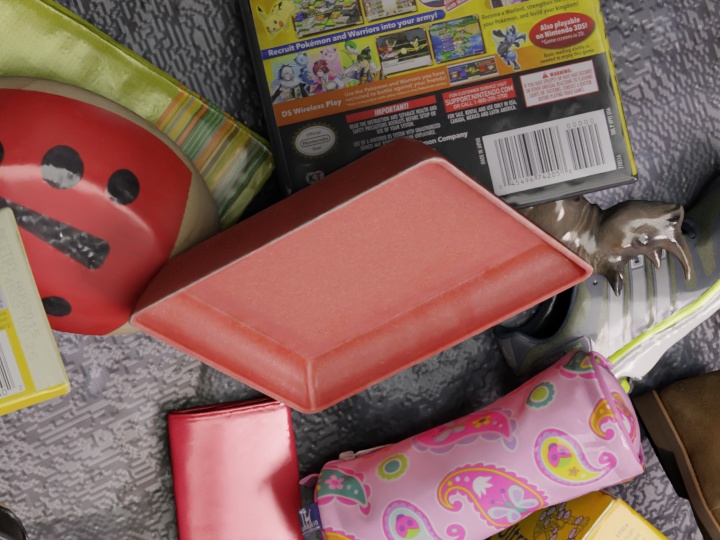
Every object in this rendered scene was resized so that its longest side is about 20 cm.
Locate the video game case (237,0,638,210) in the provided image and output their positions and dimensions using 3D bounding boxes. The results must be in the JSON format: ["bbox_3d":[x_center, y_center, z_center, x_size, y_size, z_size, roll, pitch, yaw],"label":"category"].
[{"bbox_3d":[0.041,-0.116,1.524,0.199,0.026,0.182,-13,91,1],"label":"video game case"}]

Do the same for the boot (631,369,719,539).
[{"bbox_3d":[0.231,0.135,1.600,0.075,0.200,0.074,-24,139,1],"label":"boot"}]

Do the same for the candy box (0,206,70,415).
[{"bbox_3d":[-0.259,0.047,1.387,0.199,0.026,0.103,-18,75,-8],"label":"candy box"}]

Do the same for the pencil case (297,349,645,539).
[{"bbox_3d":[0.066,0.117,1.571,0.199,0.088,0.088,-25,110,11],"label":"pencil case"}]

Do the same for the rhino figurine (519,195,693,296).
[{"bbox_3d":[0.107,-0.048,1.567,0.200,0.060,0.088,31,92,0],"label":"rhino figurine"}]

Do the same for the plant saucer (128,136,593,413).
[{"bbox_3d":[0.000,0.000,1.491,0.199,0.037,0.200,-27,151,20],"label":"plant saucer"}]

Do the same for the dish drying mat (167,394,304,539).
[{"bbox_3d":[-0.069,0.175,1.602,0.076,0.018,0.201,-9,105,-18],"label":"dish drying mat"}]

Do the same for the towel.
[{"bbox_3d":[-0.145,-0.083,1.521,0.200,0.018,0.086,33,89,-22],"label":"towel"}]

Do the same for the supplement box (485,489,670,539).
[{"bbox_3d":[0.169,0.220,1.645,0.200,0.109,0.110,40,87,-22],"label":"supplement box"}]

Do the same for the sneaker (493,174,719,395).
[{"bbox_3d":[0.164,0.006,1.620,0.200,0.074,0.081,-46,109,-7],"label":"sneaker"}]

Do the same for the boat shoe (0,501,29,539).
[{"bbox_3d":[-0.265,0.167,1.377,0.201,0.063,0.074,-15,105,-12],"label":"boat shoe"}]

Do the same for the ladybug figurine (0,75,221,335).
[{"bbox_3d":[-0.167,-0.030,1.486,0.199,0.072,0.136,23,105,-19],"label":"ladybug figurine"}]
